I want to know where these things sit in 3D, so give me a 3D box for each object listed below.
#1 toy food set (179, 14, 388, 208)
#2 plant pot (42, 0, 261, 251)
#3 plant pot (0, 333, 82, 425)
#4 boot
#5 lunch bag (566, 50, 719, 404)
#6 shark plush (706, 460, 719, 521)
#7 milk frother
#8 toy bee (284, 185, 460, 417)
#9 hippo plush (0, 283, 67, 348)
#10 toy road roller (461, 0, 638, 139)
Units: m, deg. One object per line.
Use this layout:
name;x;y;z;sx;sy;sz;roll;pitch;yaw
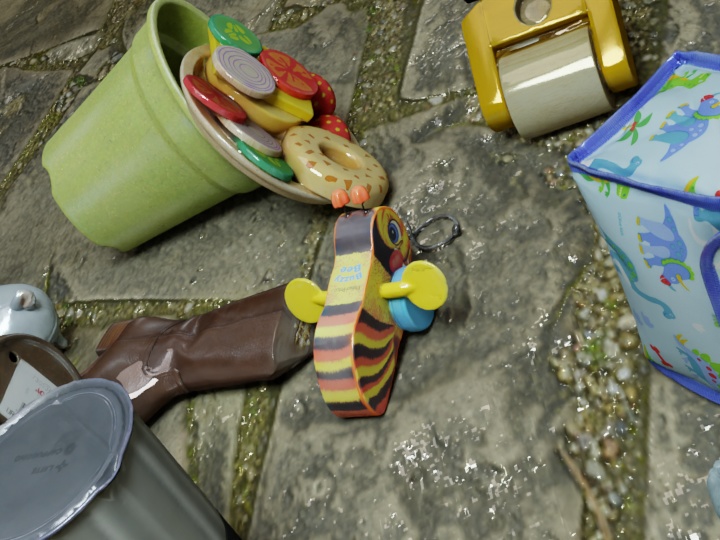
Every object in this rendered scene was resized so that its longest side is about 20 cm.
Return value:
toy food set;-0.070;-0.132;0.992;0.049;0.196;0.202;-49;33;29
plant pot;-0.193;-0.120;1.092;0.183;0.200;0.202;-32;32;21
plant pot;-0.284;0.131;0.799;0.199;0.187;0.188;-31;32;27
boot;-0.130;0.089;0.883;0.197;0.065;0.188;-10;43;23
lunch bag;0.226;-0.002;0.601;0.127;0.171;0.199;-44;37;-17
shark plush;0.210;0.167;0.484;0.090;0.084;0.201;-26;35;9
milk frother;-0.163;0.203;0.648;0.178;0.189;0.202;-14;38;26
toy bee;0.000;0.000;0.839;0.129;0.109;0.202;-23;35;17
hippo plush;-0.348;0.061;1.052;0.158;0.160;0.203;12;64;8
toy road roller;0.162;-0.207;0.979;0.121;0.146;0.203;-16;74;22
